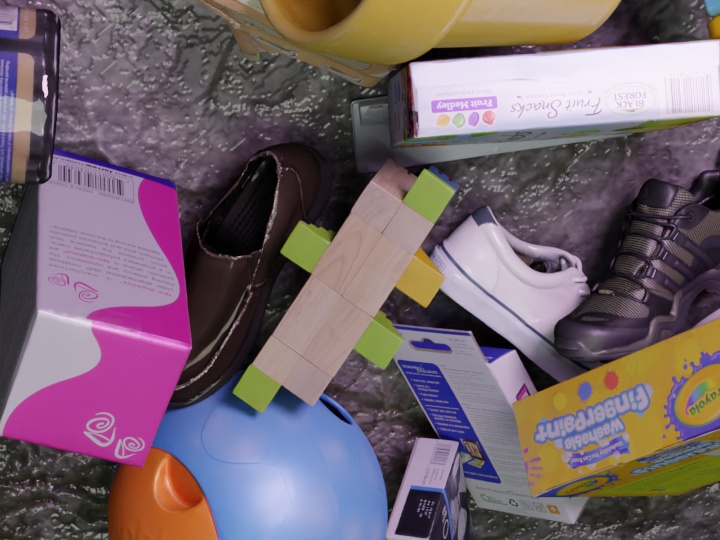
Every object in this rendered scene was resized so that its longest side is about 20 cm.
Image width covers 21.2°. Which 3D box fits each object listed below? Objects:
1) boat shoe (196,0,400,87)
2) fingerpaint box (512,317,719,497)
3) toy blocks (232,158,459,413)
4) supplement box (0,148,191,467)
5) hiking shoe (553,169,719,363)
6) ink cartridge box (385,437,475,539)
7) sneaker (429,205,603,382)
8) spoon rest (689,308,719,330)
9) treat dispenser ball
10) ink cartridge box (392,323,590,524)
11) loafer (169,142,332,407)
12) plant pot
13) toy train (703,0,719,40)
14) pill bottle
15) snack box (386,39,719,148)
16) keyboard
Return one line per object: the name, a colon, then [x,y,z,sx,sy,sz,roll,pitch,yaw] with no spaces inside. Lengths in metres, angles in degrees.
boat shoe: [-0.061,-0.167,1.240,0.199,0.072,0.076,23,131,-20]
fingerpaint box: [0.233,0.095,1.317,0.166,0.074,0.199,5,157,-42]
toy blocks: [0.000,0.000,1.313,0.100,0.137,0.201,34,107,1]
supplement box: [-0.176,0.020,1.254,0.100,0.201,0.104,15,118,-17]
hiking shoe: [0.199,-0.011,1.344,0.199,0.075,0.101,-33,114,-33]
ink cartridge box: [0.060,0.233,1.467,0.039,0.100,0.201,4,133,16]
sneaker: [0.140,0.027,1.384,0.199,0.073,0.071,33,110,-27]
spoon rest: [0.296,0.035,1.377,0.099,0.061,0.200,-24,165,-34]
treat dispenser ball: [-0.079,0.172,1.362,0.199,0.201,0.202,-4,122,-6]
ink cartridge box: [0.091,0.104,1.415,0.094,0.037,0.201,5,137,42]
loafer: [-0.096,-0.004,1.299,0.201,0.073,0.071,-62,152,2]
plant pot: [0.060,-0.218,1.163,0.187,0.201,0.202,7,122,-32]
toy train: [0.220,-0.236,1.195,0.055,0.151,0.200,-15,134,29]
pill bottle: [-0.290,-0.115,1.205,0.198,0.112,0.113,4,121,-11]
snack box: [0.122,-0.112,1.246,0.198,0.142,0.054,-4,90,-5]
keyboard: [0.093,-0.105,1.334,0.198,0.011,0.057,-8,127,-4]
